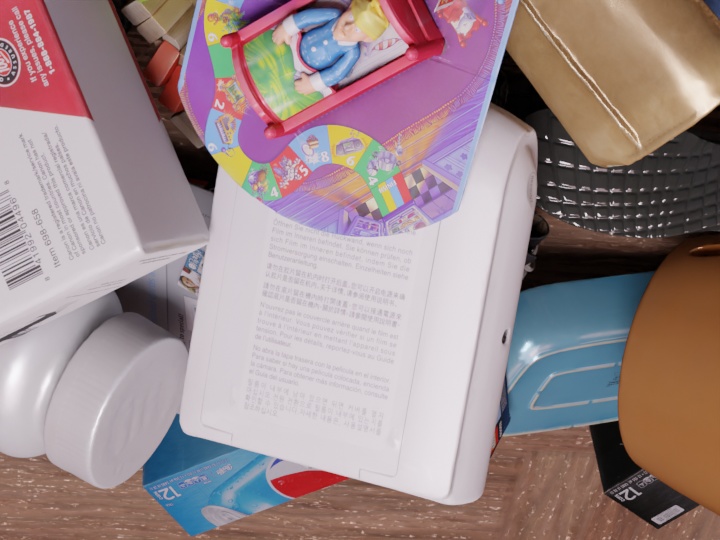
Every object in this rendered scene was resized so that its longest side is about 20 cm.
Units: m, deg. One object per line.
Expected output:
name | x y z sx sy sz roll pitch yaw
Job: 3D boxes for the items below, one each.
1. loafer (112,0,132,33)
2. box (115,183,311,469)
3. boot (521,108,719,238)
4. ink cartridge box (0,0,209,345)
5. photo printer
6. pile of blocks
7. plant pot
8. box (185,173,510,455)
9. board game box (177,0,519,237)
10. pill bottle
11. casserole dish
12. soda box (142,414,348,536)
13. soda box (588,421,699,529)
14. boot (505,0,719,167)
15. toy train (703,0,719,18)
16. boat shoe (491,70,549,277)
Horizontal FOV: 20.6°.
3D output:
loafer | -0.200 -0.094 1.051 0.199 0.063 0.072 -26 130 22
box | -0.106 0.017 1.127 0.199 0.041 0.157 20 137 15
boot | 0.169 -0.045 1.092 0.198 0.068 0.131 5 177 -7
ink cartridge box | -0.197 -0.037 0.977 0.199 0.145 0.084 -25 175 20
photo printer | 0.000 0.000 0.990 0.165 0.069 0.202 12 98 20
pile of blocks | -0.082 -0.122 1.006 0.082 0.062 0.201 20 149 35
plant pot | 0.235 0.062 1.104 0.139 0.201 0.201 15 145 32
box | -0.015 0.027 1.137 0.199 0.038 0.137 14 137 23
board game box | -0.013 -0.112 0.913 0.157 0.039 0.201 22 109 18
pill bottle | -0.200 0.035 1.087 0.199 0.110 0.110 27 140 20
casserole dish | 0.139 0.054 1.198 0.199 0.039 0.121 -6 144 -31
soda box | -0.039 0.097 1.255 0.199 0.068 0.064 -22 133 18
soda box | 0.243 0.081 1.256 0.199 0.071 0.063 -35 130 27
boot | 0.064 -0.127 0.956 0.200 0.066 0.175 50 136 -7
toy train | 0.205 -0.156 0.984 0.199 0.087 0.114 26 122 -27
boat shoe | 0.079 -0.027 1.138 0.060 0.074 0.201 2 127 1
